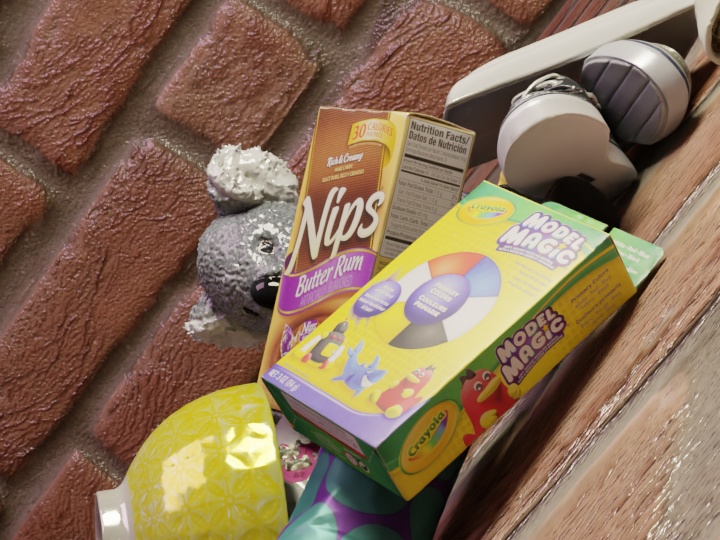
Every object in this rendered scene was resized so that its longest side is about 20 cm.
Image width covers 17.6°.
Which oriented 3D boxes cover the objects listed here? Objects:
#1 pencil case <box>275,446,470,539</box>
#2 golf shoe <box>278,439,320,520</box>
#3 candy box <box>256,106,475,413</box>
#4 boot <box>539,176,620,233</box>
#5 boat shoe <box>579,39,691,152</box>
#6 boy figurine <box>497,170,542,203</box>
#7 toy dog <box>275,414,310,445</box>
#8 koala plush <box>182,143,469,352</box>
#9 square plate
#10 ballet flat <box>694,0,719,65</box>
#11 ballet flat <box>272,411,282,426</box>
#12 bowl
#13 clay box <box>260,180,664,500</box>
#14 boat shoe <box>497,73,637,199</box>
[{"bbox_3d":[0.009,0.115,1.292,0.092,0.085,0.200,-42,16,44],"label":"pencil case"},{"bbox_3d":[-0.007,0.168,1.399,0.200,0.075,0.092,-119,23,-71],"label":"golf shoe"},{"bbox_3d":[0.000,0.000,1.467,0.117,0.056,0.200,10,86,60],"label":"candy box"},{"bbox_3d":[0.080,0.042,1.442,0.174,0.069,0.200,-54,-7,34],"label":"boot"},{"bbox_3d":[0.185,-0.122,1.540,0.062,0.072,0.200,-38,0,-9],"label":"boat shoe"},{"bbox_3d":[0.122,-0.047,1.641,0.200,0.064,0.125,-62,-9,-74],"label":"boy figurine"},{"bbox_3d":[-0.027,0.151,1.649,0.132,0.096,0.200,96,-168,-55],"label":"toy dog"},{"bbox_3d":[-0.024,0.005,1.631,0.184,0.200,0.178,-60,-23,-67],"label":"koala plush"},{"bbox_3d":[0.138,-0.130,1.614,0.198,0.028,0.200,-23,-11,-7],"label":"square plate"},{"bbox_3d":[0.254,-0.186,1.365,0.069,0.069,0.200,-56,-1,-35],"label":"ballet flat"},{"bbox_3d":[-0.046,0.131,2.394,0.067,0.057,0.200,-57,4,-34],"label":"ballet flat"},{"bbox_3d":[-0.108,0.172,1.446,0.200,0.107,0.201,177,90,-80],"label":"bowl"},{"bbox_3d":[0.056,0.025,1.251,0.200,0.048,0.115,-42,36,-16],"label":"clay box"},{"bbox_3d":[0.123,-0.091,1.471,0.072,0.068,0.200,-30,-17,15],"label":"boat shoe"}]
